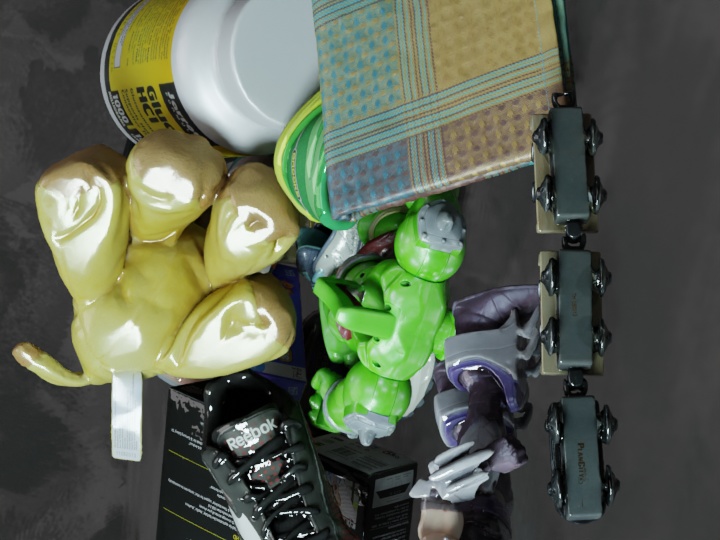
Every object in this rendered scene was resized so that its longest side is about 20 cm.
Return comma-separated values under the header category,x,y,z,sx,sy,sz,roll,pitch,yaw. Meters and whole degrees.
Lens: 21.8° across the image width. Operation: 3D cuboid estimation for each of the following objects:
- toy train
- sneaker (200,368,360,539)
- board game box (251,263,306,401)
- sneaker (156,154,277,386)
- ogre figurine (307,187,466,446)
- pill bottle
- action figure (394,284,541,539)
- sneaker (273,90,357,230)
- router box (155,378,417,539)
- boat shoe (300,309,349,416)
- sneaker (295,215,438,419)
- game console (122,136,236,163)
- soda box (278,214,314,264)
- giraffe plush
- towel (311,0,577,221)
category,x,y,z,sx,sy,sz,roll,pitch,yaw
toy train,0.098,0.016,0.861,0.046,0.034,0.202,89,-179,-75
sneaker,-0.049,0.137,1.126,0.098,0.070,0.201,66,178,-50
board game box,-0.093,0.111,1.420,0.135,0.044,0.201,-96,23,-52
sneaker,-0.090,-0.006,1.335,0.201,0.071,0.080,-61,3,28
ogre figurine,0.017,0.017,1.075,0.201,0.098,0.120,-52,20,11
pill bottle,-0.080,-0.126,1.155,0.200,0.111,0.114,3,90,64
action figure,0.059,0.104,0.874,0.131,0.069,0.201,77,-166,-47
sneaker,0.033,-0.102,1.021,0.201,0.074,0.084,-54,39,19
router box,-0.056,0.173,1.265,0.199,0.051,0.151,19,108,41
boat shoe,-0.031,0.125,1.379,0.057,0.068,0.202,142,132,-74
sneaker,0.000,0.000,1.171,0.078,0.085,0.202,-121,26,-67
game console,-0.102,-0.066,1.367,0.200,0.115,0.178,79,-156,-78
soda box,-0.021,-0.036,1.364,0.200,0.067,0.065,180,94,-79
giraffe plush,-0.115,-0.005,1.166,0.162,0.171,0.202,-74,5,-69
towel,0.039,-0.136,0.967,0.022,0.145,0.202,25,-125,-55
